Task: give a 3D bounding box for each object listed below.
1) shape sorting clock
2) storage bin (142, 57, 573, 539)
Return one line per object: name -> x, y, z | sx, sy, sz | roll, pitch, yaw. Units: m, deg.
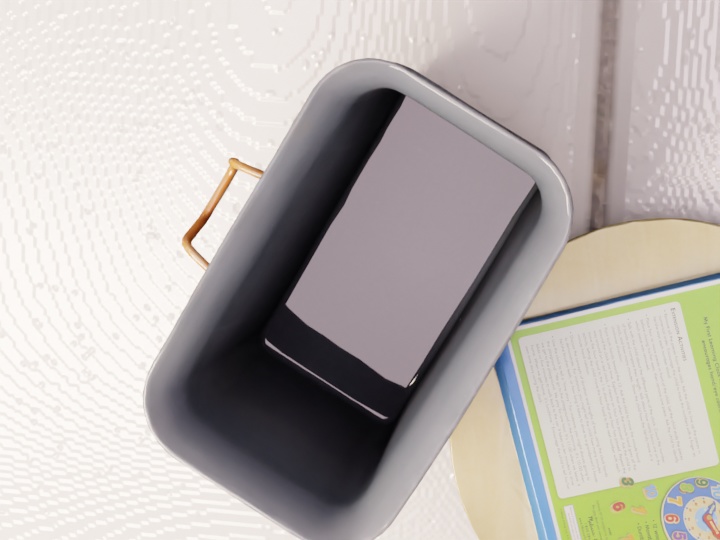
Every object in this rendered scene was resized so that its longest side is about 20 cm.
shape sorting clock -> 0.141, 0.075, 1.180 | 0.199, 0.039, 0.201 | 2, 100, 10
storage bin -> 0.000, 0.000, 1.143 | 0.145, 0.134, 0.201 | 32, 104, 3
